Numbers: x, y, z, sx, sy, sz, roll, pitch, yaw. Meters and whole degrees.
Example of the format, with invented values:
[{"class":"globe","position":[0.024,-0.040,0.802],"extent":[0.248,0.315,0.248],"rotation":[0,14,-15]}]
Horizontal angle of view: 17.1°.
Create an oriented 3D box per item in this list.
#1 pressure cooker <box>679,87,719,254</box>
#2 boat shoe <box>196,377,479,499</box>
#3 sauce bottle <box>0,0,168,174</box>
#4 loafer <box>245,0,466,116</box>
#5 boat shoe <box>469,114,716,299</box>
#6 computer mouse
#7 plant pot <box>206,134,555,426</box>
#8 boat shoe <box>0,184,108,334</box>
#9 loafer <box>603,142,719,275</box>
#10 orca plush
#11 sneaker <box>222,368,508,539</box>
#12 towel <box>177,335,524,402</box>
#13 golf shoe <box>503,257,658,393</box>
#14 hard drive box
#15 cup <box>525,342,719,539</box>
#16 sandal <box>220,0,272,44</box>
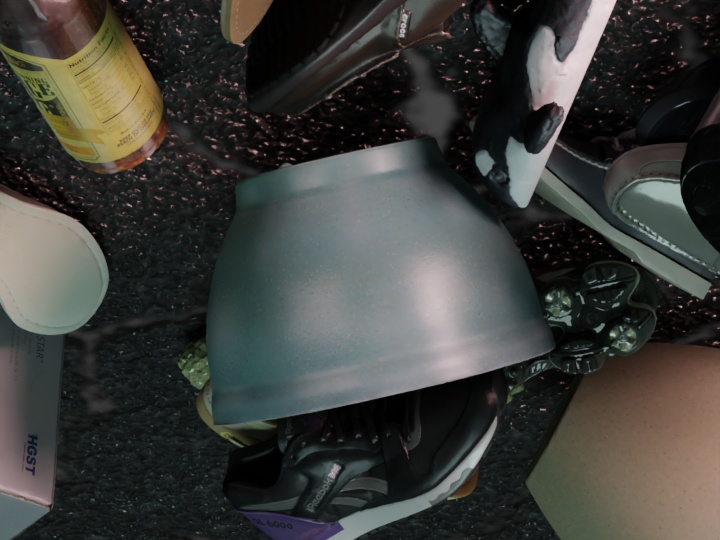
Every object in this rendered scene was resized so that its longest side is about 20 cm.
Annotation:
[{"class":"pressure cooker","position":[0.275,-0.088,1.221],"extent":[0.178,0.201,0.176],"rotation":[25,161,23]},{"class":"boat shoe","position":[-0.014,0.100,1.539],"extent":[0.199,0.074,0.066],"rotation":[26,148,-27]},{"class":"sauce bottle","position":[-0.162,-0.130,1.259],"extent":[0.066,0.066,0.200],"rotation":[-10,143,14]},{"class":"loafer","position":[0.016,-0.134,1.245],"extent":[0.071,0.073,0.200],"rotation":[27,137,-32]},{"class":"boat shoe","position":[0.145,-0.055,1.400],"extent":[0.200,0.073,0.063],"rotation":[33,91,-32]},{"class":"computer mouse","position":[0.235,-0.074,1.373],"extent":[0.199,0.046,0.141],"rotation":[3,148,-19]},{"class":"plant pot","position":[0.000,0.000,1.356],"extent":[0.199,0.135,0.200],"rotation":[-12,-179,0]},{"class":"boat shoe","position":[-0.221,-0.019,1.423],"extent":[0.060,0.072,0.202],"rotation":[28,176,33]},{"class":"loafer","position":[0.229,-0.015,1.321],"extent":[0.199,0.070,0.070],"rotation":[16,139,-7]},{"class":"orca plush","position":[0.088,-0.124,1.261],"extent":[0.071,0.105,0.200],"rotation":[24,143,3]},{"class":"sneaker","position":[-0.003,0.106,1.432],"extent":[0.087,0.076,0.200],"rotation":[35,126,-27]},{"class":"towel","position":[-0.007,0.068,1.578],"extent":[0.199,0.037,0.148],"rotation":[25,139,-34]},{"class":"golf shoe","position":[0.090,0.040,1.486],"extent":[0.199,0.078,0.088],"rotation":[-12,-171,15]},{"class":"hard drive box","position":[-0.285,0.064,1.460],"extent":[0.199,0.157,0.077],"rotation":[22,140,-29]},{"class":"cup","position":[0.192,0.126,1.559],"extent":[0.143,0.201,0.201],"rotation":[28,143,3]},{"class":"sandal","position":[-0.061,-0.210,1.160],"extent":[0.069,0.078,0.212],"rotation":[29,139,11]}]
